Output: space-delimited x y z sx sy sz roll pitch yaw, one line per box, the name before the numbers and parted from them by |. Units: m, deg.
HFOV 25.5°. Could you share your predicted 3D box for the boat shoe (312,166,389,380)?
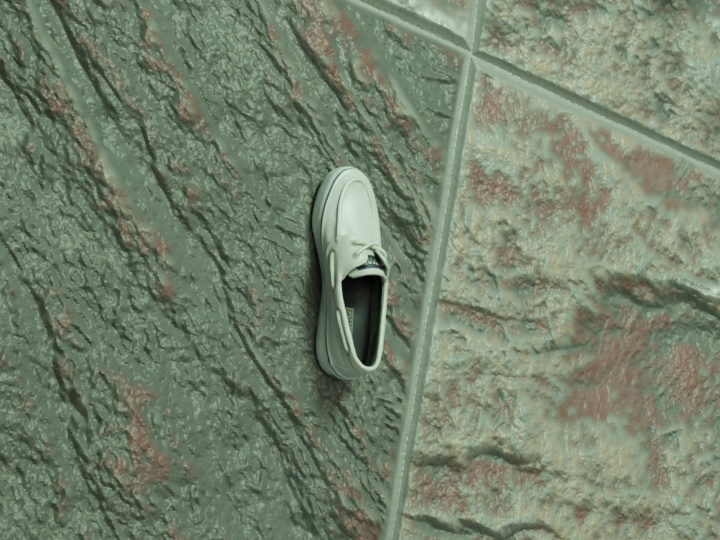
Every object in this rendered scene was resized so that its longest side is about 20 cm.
boat shoe | 0.000 0.000 1.489 0.073 0.065 0.203 1 83 -33
